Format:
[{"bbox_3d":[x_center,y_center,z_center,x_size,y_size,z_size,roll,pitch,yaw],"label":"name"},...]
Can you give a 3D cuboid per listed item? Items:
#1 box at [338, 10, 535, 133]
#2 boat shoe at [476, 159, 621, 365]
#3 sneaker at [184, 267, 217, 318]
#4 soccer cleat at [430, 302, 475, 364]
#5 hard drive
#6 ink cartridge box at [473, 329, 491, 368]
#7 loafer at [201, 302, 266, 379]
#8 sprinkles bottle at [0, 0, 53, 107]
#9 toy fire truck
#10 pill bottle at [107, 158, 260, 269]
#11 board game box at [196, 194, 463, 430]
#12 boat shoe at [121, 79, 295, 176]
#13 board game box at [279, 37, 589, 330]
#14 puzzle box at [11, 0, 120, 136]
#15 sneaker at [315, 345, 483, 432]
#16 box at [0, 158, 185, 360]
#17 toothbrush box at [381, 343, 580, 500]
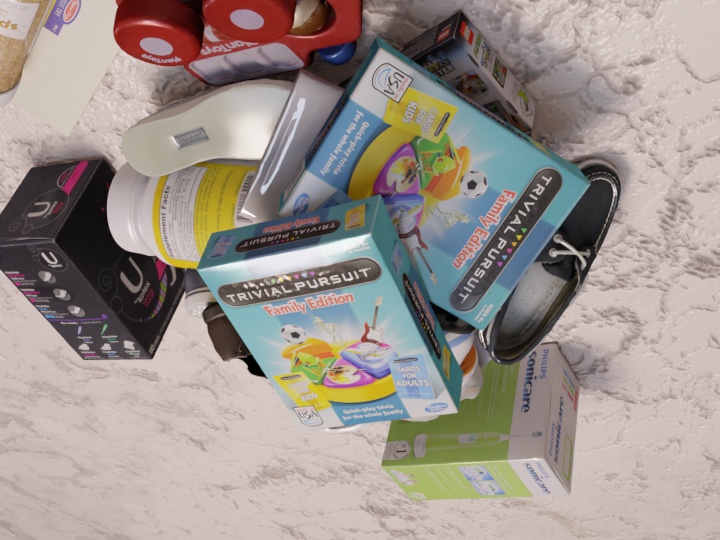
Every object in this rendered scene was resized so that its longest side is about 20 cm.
[{"bbox_3d":[0.039,-0.131,0.786,0.199,0.035,0.110,-21,128,39],"label":"box"},{"bbox_3d":[0.173,-0.002,0.805,0.075,0.060,0.201,22,110,-10],"label":"boat shoe"},{"bbox_3d":[-0.092,0.008,0.982,0.198,0.080,0.078,4,155,-25],"label":"sneaker"},{"bbox_3d":[0.011,0.062,0.828,0.198,0.070,0.087,9,115,-16],"label":"soccer cleat"},{"bbox_3d":[0.013,-0.068,0.769,0.198,0.026,0.133,23,111,-13],"label":"hard drive"},{"bbox_3d":[0.101,0.022,0.916,0.135,0.077,0.200,25,143,-11],"label":"ink cartridge box"},{"bbox_3d":[-0.097,0.086,0.973,0.072,0.072,0.199,-20,156,30],"label":"loafer"},{"bbox_3d":[-0.294,-0.215,0.742,0.068,0.069,0.200,31,139,-17],"label":"sprinkles bottle"},{"bbox_3d":[-0.084,-0.207,0.700,0.198,0.113,0.168,-5,161,27],"label":"toy fire truck"},{"bbox_3d":[-0.137,-0.055,0.875,0.198,0.115,0.115,7,142,23],"label":"pill bottle"},{"bbox_3d":[-0.019,0.044,0.736,0.149,0.047,0.201,-11,129,22],"label":"board game box"},{"bbox_3d":[-0.121,-0.138,0.812,0.199,0.072,0.071,-9,122,23],"label":"boat shoe"},{"bbox_3d":[0.058,-0.064,0.725,0.199,0.047,0.152,29,109,-14],"label":"board game box"},{"bbox_3d":[-0.286,-0.216,0.814,0.132,0.026,0.200,33,139,-19],"label":"puzzle box"},{"bbox_3d":[0.036,0.135,0.935,0.198,0.076,0.092,-18,142,15],"label":"sneaker"},{"bbox_3d":[-0.295,-0.006,0.994,0.105,0.123,0.201,-3,138,24],"label":"box"},{"bbox_3d":[0.139,0.176,1.034,0.198,0.147,0.086,-12,135,31],"label":"toothbrush box"}]
